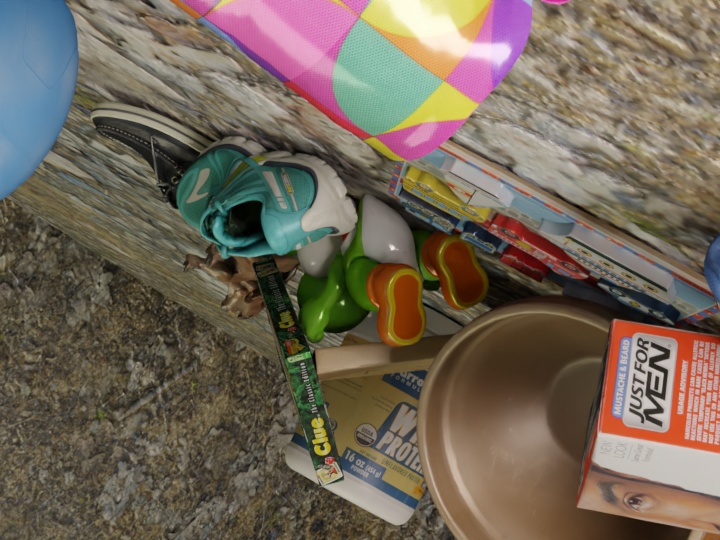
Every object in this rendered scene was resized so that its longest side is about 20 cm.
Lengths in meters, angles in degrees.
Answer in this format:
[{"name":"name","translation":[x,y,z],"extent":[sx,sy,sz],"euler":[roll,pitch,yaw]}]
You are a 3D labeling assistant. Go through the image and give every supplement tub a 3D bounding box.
[{"name":"supplement tub","translation":[0.027,0.138,1.230],"extent":[0.144,0.201,0.145],"euler":[27,172,4]}]

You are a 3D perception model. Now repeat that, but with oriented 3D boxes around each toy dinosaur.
[{"name":"toy dinosaur","translation":[-0.088,-0.019,1.128],"extent":[0.135,0.087,0.199],"euler":[22,159,-31]}]

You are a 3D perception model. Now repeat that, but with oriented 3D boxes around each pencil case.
[{"name":"pencil case","translation":[-0.032,-0.118,0.379],"extent":[0.199,0.089,0.088],"euler":[31,171,-26]}]

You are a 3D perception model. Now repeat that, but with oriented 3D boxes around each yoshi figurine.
[{"name":"yoshi figurine","translation":[0.008,0.012,0.907],"extent":[0.112,0.113,0.200],"euler":[26,177,-31]}]

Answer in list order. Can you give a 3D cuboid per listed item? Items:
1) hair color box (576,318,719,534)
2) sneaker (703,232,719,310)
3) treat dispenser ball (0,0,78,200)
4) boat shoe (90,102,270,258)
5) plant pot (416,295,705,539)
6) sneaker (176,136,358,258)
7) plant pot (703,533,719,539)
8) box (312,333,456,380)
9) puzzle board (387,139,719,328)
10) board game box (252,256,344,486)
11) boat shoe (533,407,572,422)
[{"name":"hair color box","translation":[0.210,0.088,0.582],"extent":[0.198,0.064,0.111],"euler":[10,153,10]},{"name":"sneaker","translation":[0.207,0.025,0.453],"extent":[0.085,0.077,0.199],"euler":[39,167,-33]},{"name":"treat dispenser ball","translation":[-0.252,-0.120,0.644],"extent":[0.200,0.202,0.201],"euler":[28,171,5]},{"name":"boat shoe","translation":[-0.141,-0.077,1.006],"extent":[0.199,0.063,0.075],"euler":[30,173,0]},{"name":"plant pot","translation":[0.143,0.108,0.794],"extent":[0.200,0.202,0.092],"euler":[24,-155,25]},{"name":"sneaker","translation":[-0.087,-0.049,0.881],"extent":[0.199,0.079,0.078],"euler":[7,125,55]},{"name":"plant pot","translation":[0.287,0.190,0.810],"extent":[0.199,0.201,0.140],"euler":[23,154,31]},{"name":"box","translation":[0.059,0.065,0.957],"extent":[0.198,0.021,0.164],"euler":[-5,173,-4]},{"name":"puzzle board","translation":[0.107,-0.016,0.719],"extent":[0.199,0.017,0.151],"euler":[28,171,2]},{"name":"board game box","translation":[-0.050,0.070,0.926],"extent":[0.200,0.023,0.106],"euler":[-120,13,-68]},{"name":"boat shoe","translation":[0.175,0.102,0.877],"extent":[0.198,0.057,0.069],"euler":[5,166,19]}]
